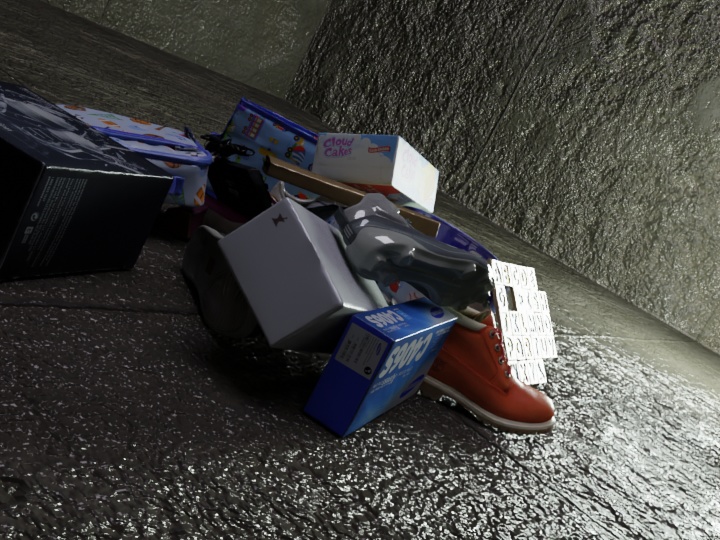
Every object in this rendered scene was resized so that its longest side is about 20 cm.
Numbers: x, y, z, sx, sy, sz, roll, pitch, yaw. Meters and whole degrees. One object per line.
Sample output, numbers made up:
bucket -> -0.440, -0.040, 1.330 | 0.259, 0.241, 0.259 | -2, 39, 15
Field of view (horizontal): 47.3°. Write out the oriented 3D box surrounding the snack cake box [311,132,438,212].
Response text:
snack cake box -> 0.025, -0.133, 1.142 | 0.115, 0.067, 0.200 | 8, -4, 21

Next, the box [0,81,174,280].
box -> -0.304, -0.088, 0.715 | 0.200, 0.104, 0.182 | 31, 11, 14

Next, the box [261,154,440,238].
box -> -0.017, -0.089, 0.961 | 0.200, 0.021, 0.163 | 20, 6, -11

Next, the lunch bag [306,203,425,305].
lunch bag -> 0.000, 0.000, 0.942 | 0.160, 0.076, 0.200 | 44, -9, -22

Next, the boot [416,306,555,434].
boot -> 0.138, 0.102, 0.878 | 0.200, 0.107, 0.075 | 26, 10, -13

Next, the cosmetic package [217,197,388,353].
cosmetic package -> -0.039, 0.014, 0.730 | 0.101, 0.071, 0.200 | 62, 8, 14

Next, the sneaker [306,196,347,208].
sneaker -> 0.019, -0.047, 1.061 | 0.200, 0.071, 0.073 | 34, -23, 20

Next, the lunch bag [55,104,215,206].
lunch bag -> -0.266, -0.129, 0.926 | 0.200, 0.076, 0.160 | 7, 17, -24

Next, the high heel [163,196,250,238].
high heel -> -0.128, -0.035, 0.966 | 0.200, 0.067, 0.096 | 19, 18, 24

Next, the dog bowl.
dog bowl -> 0.116, -0.005, 1.184 | 0.200, 0.079, 0.200 | 35, -7, 5

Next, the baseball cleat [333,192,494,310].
baseball cleat -> 0.056, -0.023, 0.793 | 0.200, 0.070, 0.106 | 21, 35, -49

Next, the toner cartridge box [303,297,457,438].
toner cartridge box -> 0.025, 0.081, 0.747 | 0.043, 0.095, 0.200 | 32, 14, 17

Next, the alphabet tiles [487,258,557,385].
alphabet tiles -> 0.229, 0.073, 1.133 | 0.008, 0.167, 0.200 | -14, -11, 30

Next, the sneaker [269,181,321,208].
sneaker -> -0.046, -0.052, 1.150 | 0.200, 0.090, 0.075 | 24, 13, -17

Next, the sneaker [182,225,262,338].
sneaker -> -0.098, 0.014, 0.799 | 0.106, 0.075, 0.200 | 19, 13, -29

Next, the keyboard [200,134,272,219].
keyboard -> -0.142, -0.114, 0.986 | 0.040, 0.104, 0.200 | -28, 24, -20

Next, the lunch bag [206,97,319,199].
lunch bag -> -0.138, -0.153, 1.226 | 0.200, 0.151, 0.094 | 27, 12, -3
